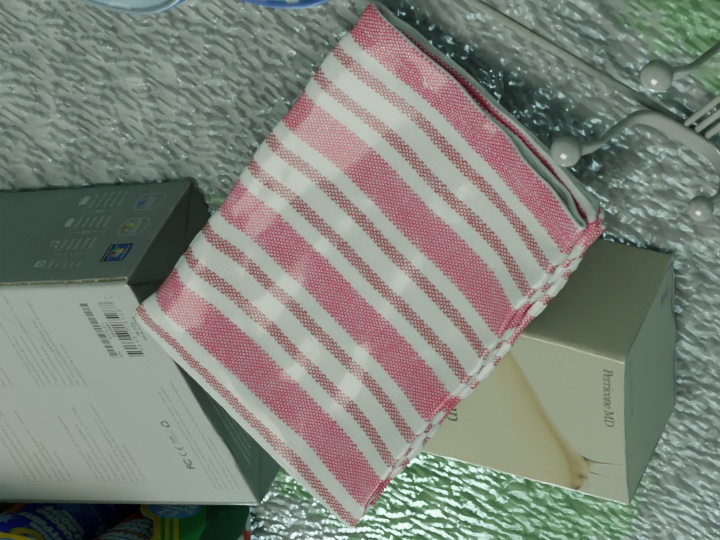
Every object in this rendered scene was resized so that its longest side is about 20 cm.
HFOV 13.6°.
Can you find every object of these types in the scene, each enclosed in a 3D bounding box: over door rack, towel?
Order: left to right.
[{"bbox_3d":[0.000,0.000,1.341,0.146,0.030,0.200,43,113,10],"label":"towel"},{"bbox_3d":[0.108,-0.112,1.217,0.200,0.067,0.148,38,140,-10],"label":"over door rack"}]

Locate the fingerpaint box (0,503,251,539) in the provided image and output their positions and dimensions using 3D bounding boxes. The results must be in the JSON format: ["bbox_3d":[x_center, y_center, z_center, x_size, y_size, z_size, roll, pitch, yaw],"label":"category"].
[{"bbox_3d":[-0.182,0.162,1.606,0.199,0.167,0.074,7,110,27],"label":"fingerpaint box"}]

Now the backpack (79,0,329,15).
[{"bbox_3d":[-0.074,-0.189,1.175,0.199,0.147,0.184,19,140,19],"label":"backpack"}]

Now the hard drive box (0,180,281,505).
[{"bbox_3d":[-0.148,0.040,1.532,0.199,0.077,0.156,-2,131,33],"label":"hard drive box"}]

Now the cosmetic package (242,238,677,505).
[{"bbox_3d":[0.043,0.029,1.406,0.199,0.073,0.104,14,138,21],"label":"cosmetic package"}]
